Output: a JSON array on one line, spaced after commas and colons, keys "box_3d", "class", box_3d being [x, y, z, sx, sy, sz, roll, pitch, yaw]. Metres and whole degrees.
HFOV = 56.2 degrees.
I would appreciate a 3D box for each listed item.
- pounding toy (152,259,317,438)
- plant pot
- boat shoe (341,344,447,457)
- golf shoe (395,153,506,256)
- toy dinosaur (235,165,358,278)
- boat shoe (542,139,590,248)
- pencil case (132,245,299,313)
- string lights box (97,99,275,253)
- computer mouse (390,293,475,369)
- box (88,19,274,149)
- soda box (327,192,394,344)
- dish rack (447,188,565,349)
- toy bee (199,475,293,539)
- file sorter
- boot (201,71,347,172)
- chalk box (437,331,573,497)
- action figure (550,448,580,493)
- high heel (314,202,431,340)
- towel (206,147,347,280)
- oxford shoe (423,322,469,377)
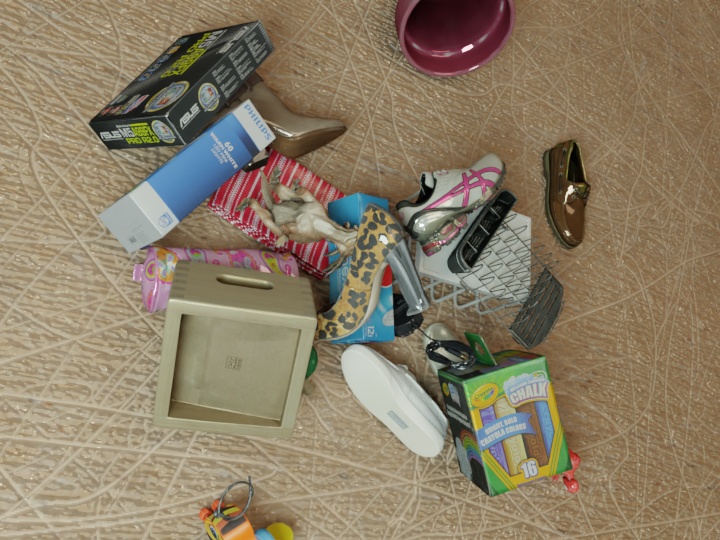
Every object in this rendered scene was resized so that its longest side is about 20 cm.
[{"box_3d": [-0.128, 0.096, 0.789, 0.198, 0.142, 0.186, 8, 113, -14], "class": "pounding toy"}, {"box_3d": [0.149, -0.467, 1.150, 0.198, 0.200, 0.181, 12, 53, -28], "class": "plant pot"}, {"box_3d": [0.054, 0.169, 0.943, 0.200, 0.072, 0.069, 45, 42, -8], "class": "boat shoe"}, {"box_3d": [0.130, -0.112, 0.927, 0.092, 0.072, 0.200, 49, 58, -7], "class": "golf shoe"}, {"box_3d": [-0.075, -0.059, 0.886, 0.086, 0.199, 0.135, -56, 138, -2], "class": "toy dinosaur"}, {"box_3d": [0.386, -0.144, 1.248, 0.071, 0.068, 0.202, 1, 75, -33], "class": "boat shoe"}, {"box_3d": [-0.176, 0.013, 0.844, 0.198, 0.087, 0.088, 1, 73, -30], "class": "pencil case"}, {"box_3d": [-0.199, -0.111, 0.790, 0.059, 0.102, 0.200, 53, 53, -19], "class": "string lights box"}, {"box_3d": [0.083, 0.087, 0.932, 0.058, 0.200, 0.034, -32, 130, -21], "class": "computer mouse"}, {"box_3d": [-0.223, -0.233, 0.849, 0.201, 0.159, 0.044, -58, 135, -31], "class": "box"}, {"box_3d": [0.000, 0.000, 0.944, 0.064, 0.067, 0.203, 6, 77, -44], "class": "soda box"}, {"box_3d": [0.220, 0.005, 0.956, 0.200, 0.054, 0.154, 46, 59, -11], "class": "dish rack"}, {"box_3d": [-0.136, 0.310, 0.770, 0.130, 0.108, 0.203, 2, 97, -39], "class": "toy bee"}, {"box_3d": [0.142, -0.024, 1.024, 0.198, 0.124, 0.140, 16, 67, -26], "class": "file sorter"}, {"box_3d": [-0.131, -0.225, 0.942, 0.199, 0.070, 0.147, -25, 80, -33], "class": "boot"}, {"box_3d": [0.188, 0.180, 0.926, 0.123, 0.125, 0.202, -13, 92, -10], "class": "chalk box"}, {"box_3d": [0.274, 0.259, 1.056, 0.065, 0.099, 0.201, -4, 54, -29], "class": "action figure"}, {"box_3d": [-0.023, 0.005, 0.840, 0.144, 0.198, 0.071, 66, 25, -11], "class": "high heel"}, {"box_3d": [-0.102, -0.093, 0.960, 0.199, 0.022, 0.146, 33, 59, -18], "class": "towel"}, {"box_3d": [0.165, 0.163, 1.018, 0.075, 0.058, 0.201, -32, 91, -33], "class": "oxford shoe"}]
